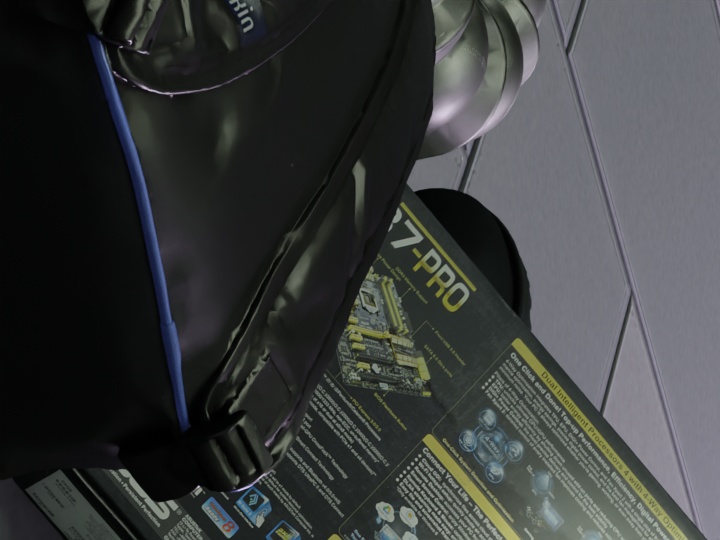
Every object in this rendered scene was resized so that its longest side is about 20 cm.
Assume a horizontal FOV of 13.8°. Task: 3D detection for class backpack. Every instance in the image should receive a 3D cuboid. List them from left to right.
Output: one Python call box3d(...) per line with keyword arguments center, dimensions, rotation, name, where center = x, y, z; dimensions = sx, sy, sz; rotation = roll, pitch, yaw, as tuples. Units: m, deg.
box3d(center=(-0.069, -0.062, 0.817), dimensions=(0.200, 0.146, 0.184), rotation=(-59, 146, -46), name="backpack")

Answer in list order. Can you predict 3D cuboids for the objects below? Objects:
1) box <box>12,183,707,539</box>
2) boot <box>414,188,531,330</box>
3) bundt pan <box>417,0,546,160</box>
box3d(center=(0.010, 0.085, 0.949), dimensions=(0.200, 0.049, 0.161), rotation=(49, 60, -6), name="box")
box3d(center=(0.000, 0.000, 1.095), dimensions=(0.169, 0.076, 0.201), rotation=(65, 28, -42), name="boot")
box3d(center=(0.021, -0.136, 1.163), dimensions=(0.202, 0.075, 0.203), rotation=(0, 90, -69), name="bundt pan")
